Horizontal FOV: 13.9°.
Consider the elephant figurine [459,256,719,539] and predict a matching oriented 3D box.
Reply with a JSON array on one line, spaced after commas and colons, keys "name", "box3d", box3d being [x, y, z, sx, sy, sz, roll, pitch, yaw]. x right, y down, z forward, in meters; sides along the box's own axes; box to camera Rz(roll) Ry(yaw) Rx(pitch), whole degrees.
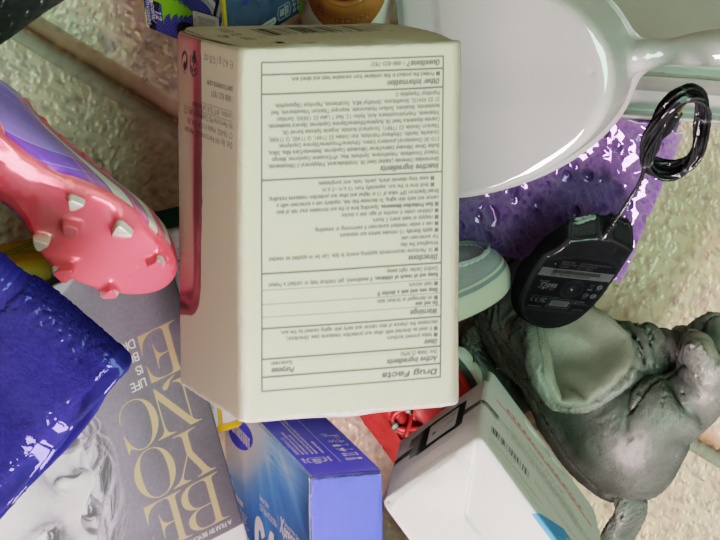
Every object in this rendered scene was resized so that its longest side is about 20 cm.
[{"name": "elephant figurine", "box3d": [0.120, 0.045, 1.819, 0.200, 0.155, 0.142, 30, 123, -18]}]

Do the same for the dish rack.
[{"name": "dish rack", "box3d": [0.177, -0.149, 1.773, 0.200, 0.172, 0.044, 1, 126, -32]}]

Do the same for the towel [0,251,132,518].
[{"name": "towel", "box3d": [-0.230, 0.029, 1.544, 0.200, 0.050, 0.148, 40, 118, -6]}]

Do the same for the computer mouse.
[{"name": "computer mouse", "box3d": [0.143, -0.040, 1.697, 0.059, 0.034, 0.200, 9, 134, -30]}]

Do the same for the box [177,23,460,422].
[{"name": "box", "box3d": [-0.024, -0.029, 1.581, 0.128, 0.109, 0.200, -3, 101, -22]}]

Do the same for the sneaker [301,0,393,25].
[{"name": "sneaker", "box3d": [0.004, -0.224, 1.667, 0.073, 0.085, 0.200, 3, 74, 0]}]

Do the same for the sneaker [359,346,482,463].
[{"name": "sneaker", "box3d": [0.049, 0.111, 1.774, 0.200, 0.077, 0.085, 52, 28, -20]}]

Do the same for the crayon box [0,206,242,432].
[{"name": "crayon box", "box3d": [-0.169, 0.045, 1.660, 0.200, 0.052, 0.126, -13, 107, -31]}]

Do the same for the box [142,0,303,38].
[{"name": "box", "box3d": [-0.080, -0.221, 1.594, 0.070, 0.064, 0.200, -36, 136, -39]}]

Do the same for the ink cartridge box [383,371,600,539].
[{"name": "ink cartridge box", "box3d": [0.077, 0.135, 1.676, 0.068, 0.200, 0.116, -35, 94, 9]}]

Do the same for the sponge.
[{"name": "sponge", "box3d": [0.077, -0.064, 1.733, 0.200, 0.030, 0.112, 12, 123, -9]}]

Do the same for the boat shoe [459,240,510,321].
[{"name": "boat shoe", "box3d": [-0.001, 0.000, 1.690, 0.201, 0.070, 0.072, -12, 108, -29]}]

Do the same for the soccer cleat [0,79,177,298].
[{"name": "soccer cleat", "box3d": [-0.172, -0.056, 1.572, 0.200, 0.067, 0.076, 33, 39, -33]}]

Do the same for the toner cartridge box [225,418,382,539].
[{"name": "toner cartridge box", "box3d": [-0.034, 0.134, 1.675, 0.043, 0.200, 0.095, -3, 102, -15]}]

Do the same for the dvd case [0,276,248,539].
[{"name": "dvd case", "box3d": [-0.148, 0.099, 1.644, 0.149, 0.016, 0.200, -25, 113, -27]}]

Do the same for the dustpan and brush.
[{"name": "dustpan and brush", "box3d": [0.128, -0.116, 1.658, 0.057, 0.200, 0.140, -51, 136, -70]}]

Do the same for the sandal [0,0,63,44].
[{"name": "sandal", "box3d": [-0.166, -0.184, 1.610, 0.200, 0.048, 0.075, -31, 131, -30]}]
